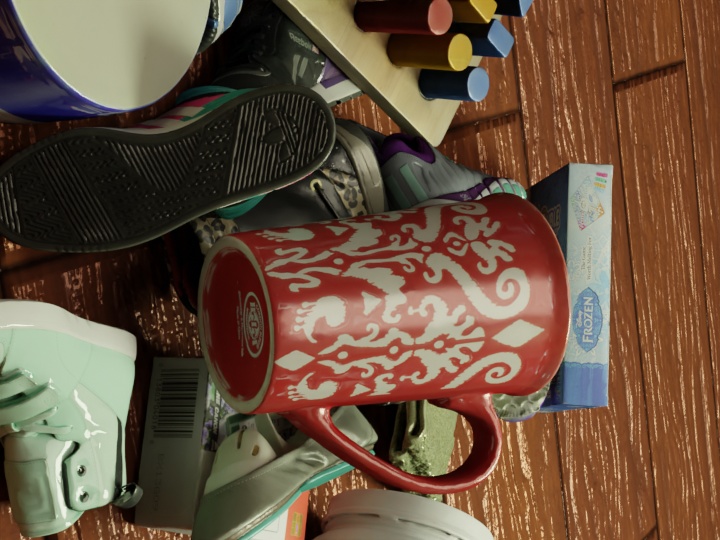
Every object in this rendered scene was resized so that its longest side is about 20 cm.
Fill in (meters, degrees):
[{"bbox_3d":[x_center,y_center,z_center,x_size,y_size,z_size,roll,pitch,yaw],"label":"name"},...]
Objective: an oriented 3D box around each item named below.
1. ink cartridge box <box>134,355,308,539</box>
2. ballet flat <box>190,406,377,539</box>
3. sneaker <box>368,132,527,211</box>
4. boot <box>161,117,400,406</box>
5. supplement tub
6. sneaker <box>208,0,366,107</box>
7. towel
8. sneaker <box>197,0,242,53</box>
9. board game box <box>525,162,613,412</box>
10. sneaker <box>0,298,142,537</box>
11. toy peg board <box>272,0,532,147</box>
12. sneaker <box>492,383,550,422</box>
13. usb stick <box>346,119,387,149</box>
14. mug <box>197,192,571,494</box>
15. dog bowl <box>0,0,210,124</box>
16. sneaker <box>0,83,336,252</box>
[{"bbox_3d":[-0.069,0.128,1.126,0.200,0.050,0.109,25,67,-57],"label":"ink cartridge box"},{"bbox_3d":[-0.058,0.122,1.050,0.064,0.067,0.200,60,31,3],"label":"ballet flat"},{"bbox_3d":[0.061,-0.067,1.219,0.088,0.074,0.200,58,17,6],"label":"sneaker"},{"bbox_3d":[-0.045,0.016,1.119,0.154,0.073,0.204,-24,109,-33],"label":"boot"},{"bbox_3d":[0.013,0.267,1.166,0.145,0.145,0.200,49,48,-48],"label":"supplement tub"},{"bbox_3d":[-0.071,-0.138,1.135,0.200,0.076,0.088,-33,105,-63],"label":"sneaker"},{"bbox_3d":[0.055,0.101,1.301,0.200,0.036,0.148,77,23,-67],"label":"towel"},{"bbox_3d":[-0.113,-0.241,1.059,0.077,0.076,0.200,-43,135,-61],"label":"sneaker"},{"bbox_3d":[0.169,0.021,1.454,0.200,0.043,0.199,142,-49,-79],"label":"board game box"},{"bbox_3d":[-0.182,0.081,0.899,0.200,0.074,0.118,20,65,-61],"label":"sneaker"},{"bbox_3d":[0.065,-0.216,1.164,0.199,0.098,0.200,41,69,-43],"label":"toy peg board"},{"bbox_3d":[0.121,0.038,1.418,0.100,0.070,0.200,71,9,-67],"label":"sneaker"},{"bbox_3d":[0.035,-0.066,1.267,0.200,0.033,0.055,18,79,-57],"label":"usb stick"},{"bbox_3d":[0.018,0.041,1.032,0.200,0.133,0.178,-5,61,-30],"label":"mug"},{"bbox_3d":[-0.169,-0.183,0.938,0.200,0.079,0.200,4,85,-61],"label":"dog bowl"},{"bbox_3d":[-0.119,-0.061,0.989,0.121,0.200,0.084,-176,-108,-80],"label":"sneaker"}]
